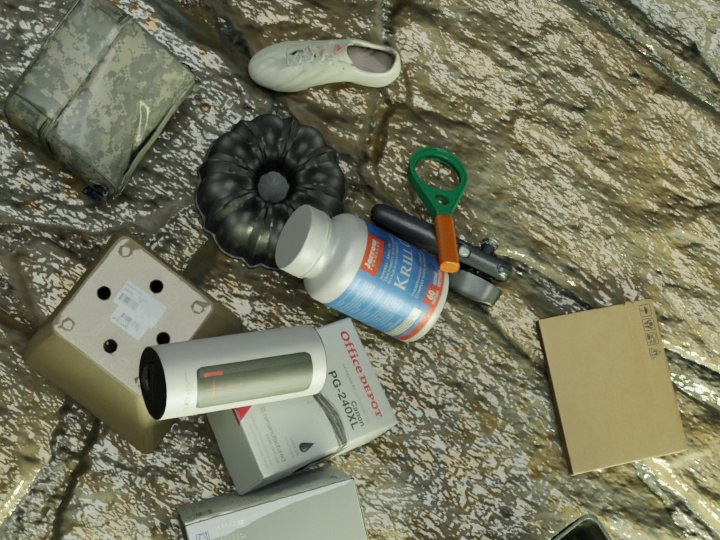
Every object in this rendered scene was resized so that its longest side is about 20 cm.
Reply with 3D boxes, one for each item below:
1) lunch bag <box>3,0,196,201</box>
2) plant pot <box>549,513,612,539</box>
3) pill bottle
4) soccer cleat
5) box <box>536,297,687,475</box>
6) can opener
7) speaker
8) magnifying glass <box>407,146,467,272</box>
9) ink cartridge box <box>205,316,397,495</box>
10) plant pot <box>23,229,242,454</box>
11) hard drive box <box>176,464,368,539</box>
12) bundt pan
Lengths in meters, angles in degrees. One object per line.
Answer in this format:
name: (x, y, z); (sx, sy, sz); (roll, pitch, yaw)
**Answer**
lunch bag: (-0.314, -0.207, 1.637); (0.167, 0.139, 0.201); (34, 76, 0)
plant pot: (0.225, 0.426, 1.569); (0.198, 0.178, 0.201); (-33, 84, -14)
pill bottle: (0.000, 0.000, 1.627); (0.198, 0.112, 0.114); (26, 74, -26)
soccer cleat: (-0.045, -0.269, 1.727); (0.197, 0.078, 0.070); (-1, 78, -9)
box: (0.321, 0.147, 1.724); (0.161, 0.021, 0.203); (-10, 80, -11)
can opener: (0.101, -0.031, 1.706); (0.198, 0.063, 0.079); (30, 75, -2)
speaker: (-0.140, 0.110, 1.476); (0.197, 0.081, 0.082); (-6, 78, -31)
magnifying glass: (0.102, -0.079, 1.692); (0.078, 0.023, 0.202); (8, 46, -14)
ink cartridge box: (-0.075, 0.156, 1.589); (0.198, 0.083, 0.147); (-18, 77, -33)
plant pot: (-0.264, 0.070, 1.567); (0.199, 0.177, 0.201); (37, 75, 0)
hard drive box: (-0.105, 0.291, 1.551); (0.197, 0.156, 0.078); (-14, 90, -11)
bundt pan: (-0.108, -0.107, 1.683); (0.198, 0.076, 0.205); (2, 77, -9)
